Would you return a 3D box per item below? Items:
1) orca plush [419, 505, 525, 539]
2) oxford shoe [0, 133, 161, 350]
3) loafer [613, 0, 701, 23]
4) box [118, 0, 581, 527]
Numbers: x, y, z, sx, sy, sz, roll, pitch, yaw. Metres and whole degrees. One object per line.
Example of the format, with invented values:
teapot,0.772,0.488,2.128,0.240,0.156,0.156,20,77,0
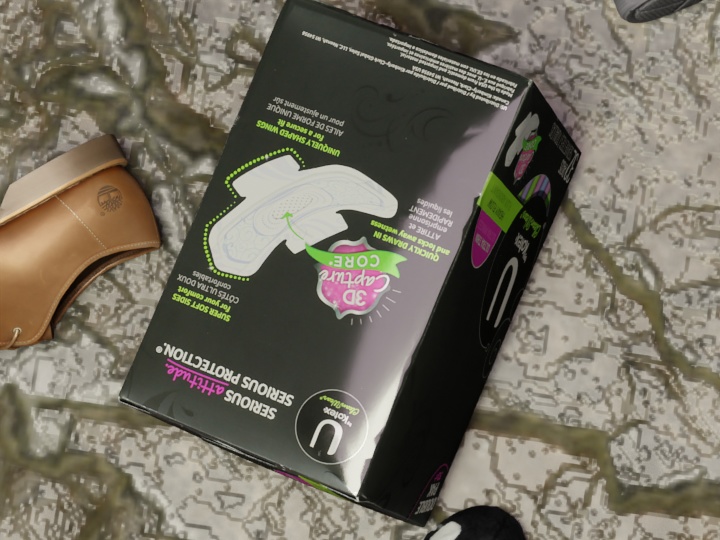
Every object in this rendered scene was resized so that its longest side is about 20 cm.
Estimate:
orca plush,0.005,0.192,1.306,0.200,0.071,0.105,-38,82,0
oxford shoe,-0.187,0.015,1.347,0.200,0.071,0.071,-31,87,0
loafer,0.204,-0.186,1.333,0.200,0.072,0.063,-25,78,5
box,0.000,0.000,1.283,0.124,0.149,0.200,22,85,16
